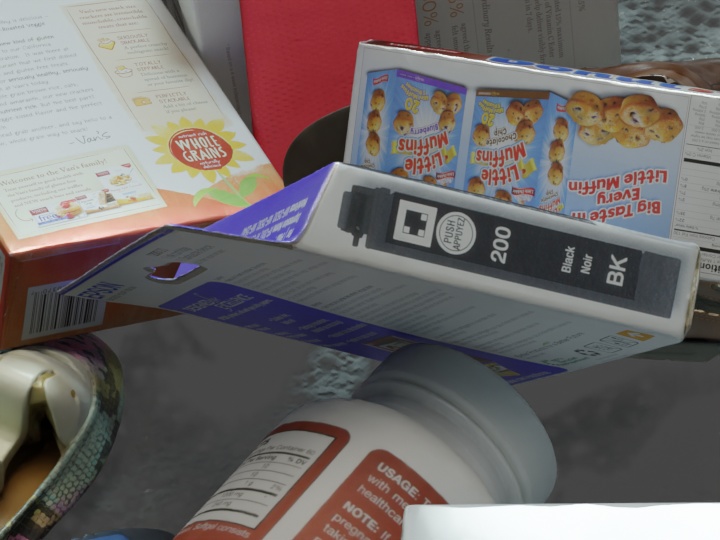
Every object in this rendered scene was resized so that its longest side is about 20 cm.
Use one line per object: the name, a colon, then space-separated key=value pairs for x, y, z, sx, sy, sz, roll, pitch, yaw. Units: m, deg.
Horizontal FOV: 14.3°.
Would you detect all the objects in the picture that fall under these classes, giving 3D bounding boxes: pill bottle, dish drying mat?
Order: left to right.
pill bottle: x=-0.014 y=0.122 z=1.073 sx=0.112 sy=0.113 sz=0.200 roll=23 pitch=51 yaw=29
dish drying mat: x=-0.011 y=-0.082 z=1.246 sx=0.076 sy=0.201 sz=0.018 roll=-7 pitch=5 yaw=-6

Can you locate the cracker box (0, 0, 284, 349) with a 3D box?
cracker box: x=-0.130 y=-0.060 z=1.253 sx=0.133 sy=0.058 sz=0.200 roll=-10 pitch=46 yaw=-26

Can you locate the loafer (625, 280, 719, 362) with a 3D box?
loafer: x=0.185 y=-0.001 z=1.202 sx=0.199 sy=0.063 sz=0.072 roll=-2 pitch=44 yaw=7

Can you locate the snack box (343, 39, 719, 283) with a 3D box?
snack box: x=0.092 y=-0.040 z=1.119 sx=0.199 sy=0.072 sz=0.024 roll=10 pitch=11 yaw=14

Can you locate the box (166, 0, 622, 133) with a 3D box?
box: x=0.011 y=-0.142 z=1.329 sx=0.199 sy=0.125 sz=0.098 roll=-15 pitch=41 yaw=-8

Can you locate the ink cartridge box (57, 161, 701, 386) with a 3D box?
ink cartridge box: x=0.000 y=0.000 z=1.100 sx=0.199 sy=0.198 sz=0.044 roll=12 pitch=79 yaw=-16

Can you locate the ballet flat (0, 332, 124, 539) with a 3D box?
ballet flat: x=-0.152 y=0.081 z=1.166 sx=0.069 sy=0.071 sz=0.200 roll=17 pitch=49 yaw=17

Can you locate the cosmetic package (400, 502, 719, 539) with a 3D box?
cosmetic package: x=0.118 y=0.148 z=0.997 sx=0.199 sy=0.151 sz=0.052 roll=-1 pitch=46 yaw=8

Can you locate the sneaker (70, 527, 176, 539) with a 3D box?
sneaker: x=-0.137 y=0.158 z=1.078 sx=0.199 sy=0.066 sz=0.079 roll=-18 pitch=61 yaw=-39

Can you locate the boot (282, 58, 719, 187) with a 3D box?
boot: x=0.081 y=-0.058 z=1.238 sx=0.185 sy=0.065 sz=0.200 roll=-6 pitch=7 yaw=17
